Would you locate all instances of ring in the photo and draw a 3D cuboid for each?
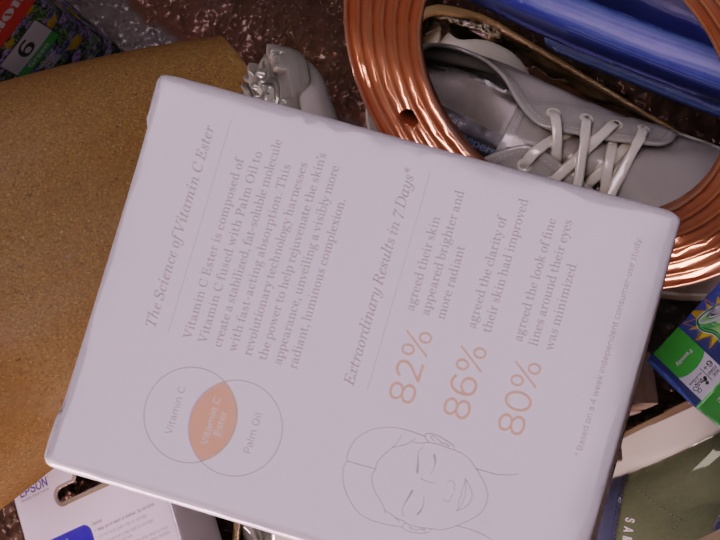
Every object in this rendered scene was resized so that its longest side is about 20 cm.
[{"bbox_3d":[0.084,-0.078,0.894,0.200,0.201,0.019,20,45,19],"label":"ring"}]

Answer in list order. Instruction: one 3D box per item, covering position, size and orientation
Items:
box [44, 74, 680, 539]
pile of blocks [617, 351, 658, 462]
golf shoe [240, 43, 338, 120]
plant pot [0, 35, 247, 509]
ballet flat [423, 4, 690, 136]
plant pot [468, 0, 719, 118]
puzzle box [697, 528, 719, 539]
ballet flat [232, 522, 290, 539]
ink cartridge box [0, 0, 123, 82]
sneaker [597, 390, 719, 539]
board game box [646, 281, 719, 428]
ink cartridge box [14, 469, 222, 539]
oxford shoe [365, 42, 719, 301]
[{"bbox_3d":[0.005,0.029,0.869,0.200,0.106,0.152,16,87,8],"label":"box"},{"bbox_3d":[0.072,0.026,1.017,0.200,0.062,0.082,59,137,44],"label":"pile of blocks"},{"bbox_3d":[0.000,0.000,0.982,0.097,0.078,0.200,-8,84,-24],"label":"golf shoe"},{"bbox_3d":[-0.128,-0.020,1.059,0.200,0.186,0.186,-30,73,-7],"label":"plant pot"},{"bbox_3d":[0.096,-0.057,1.037,0.200,0.063,0.069,32,86,19],"label":"ballet flat"},{"bbox_3d":[0.170,-0.161,0.970,0.200,0.180,0.200,22,89,20],"label":"plant pot"},{"bbox_3d":[0.214,0.119,0.939,0.200,0.133,0.025,-28,51,11],"label":"puzzle box"},{"bbox_3d":[-0.019,0.065,1.030,0.071,0.071,0.200,14,100,19],"label":"ballet flat"},{"bbox_3d":[-0.198,-0.138,1.071,0.109,0.200,0.050,39,93,19],"label":"ink cartridge box"},{"bbox_3d":[0.103,0.122,1.005,0.200,0.067,0.090,-29,91,21],"label":"sneaker"},{"bbox_3d":[0.213,0.033,0.918,0.135,0.200,0.034,-48,48,6],"label":"board game box"},{"bbox_3d":[-0.097,0.175,1.063,0.095,0.037,0.200,-27,76,33],"label":"ink cartridge box"},{"bbox_3d":[0.093,-0.042,0.976,0.200,0.058,0.075,24,79,10],"label":"oxford shoe"}]
